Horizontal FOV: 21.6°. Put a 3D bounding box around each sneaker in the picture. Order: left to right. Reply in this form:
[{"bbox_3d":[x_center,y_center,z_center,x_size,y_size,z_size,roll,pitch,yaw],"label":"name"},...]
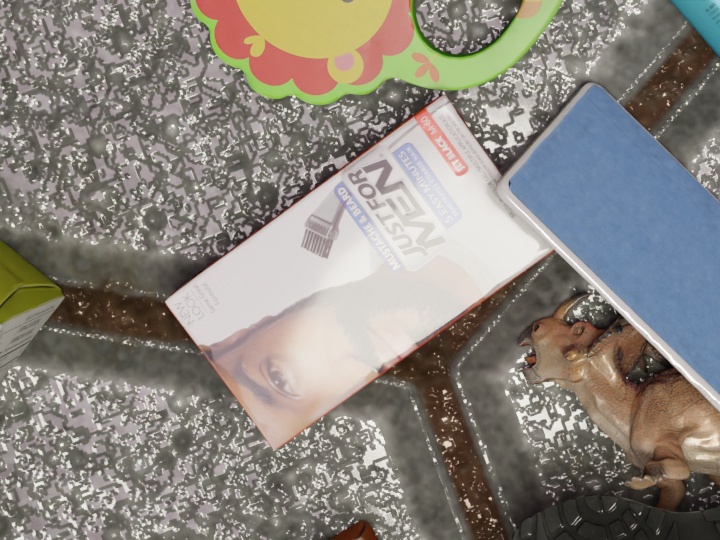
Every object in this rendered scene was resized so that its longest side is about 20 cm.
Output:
[{"bbox_3d":[0.184,0.166,1.038,0.200,0.088,0.076,-6,70,20],"label":"sneaker"}]

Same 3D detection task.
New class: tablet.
[{"bbox_3d":[0.174,-0.009,1.076,0.200,0.130,0.014,44,137,-1],"label":"tablet"}]

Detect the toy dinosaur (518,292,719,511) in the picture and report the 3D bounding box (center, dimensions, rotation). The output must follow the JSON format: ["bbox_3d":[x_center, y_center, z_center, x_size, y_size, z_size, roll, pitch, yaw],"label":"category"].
[{"bbox_3d":[0.199,0.080,1.093,0.200,0.086,0.136,11,63,-13],"label":"toy dinosaur"}]

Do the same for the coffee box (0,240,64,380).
[{"bbox_3d":[-0.311,0.034,1.040,0.200,0.200,0.198,38,94,-2],"label":"coffee box"}]

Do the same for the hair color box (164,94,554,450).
[{"bbox_3d":[0.000,0.000,1.098,0.200,0.064,0.111,-37,93,5],"label":"hair color box"}]

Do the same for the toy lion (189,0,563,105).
[{"bbox_3d":[0.009,-0.173,1.092,0.200,0.069,0.192,34,101,-1],"label":"toy lion"}]

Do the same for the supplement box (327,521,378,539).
[{"bbox_3d":[-0.067,0.227,1.113,0.200,0.069,0.067,-31,90,5],"label":"supplement box"}]

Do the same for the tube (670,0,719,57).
[{"bbox_3d":[0.205,-0.171,1.091,0.077,0.050,0.200,-37,89,-14],"label":"tube"}]
